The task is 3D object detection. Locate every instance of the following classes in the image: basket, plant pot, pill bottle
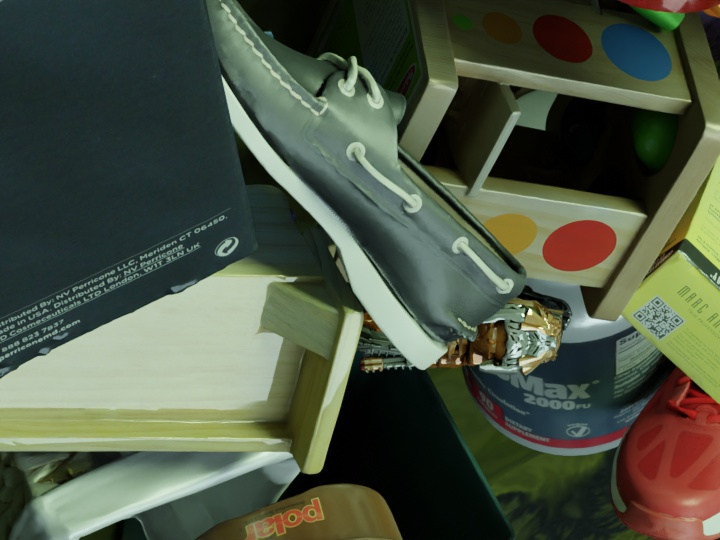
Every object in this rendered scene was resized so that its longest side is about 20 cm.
[{"bbox_3d":[-0.118,0.074,1.265,0.135,0.124,0.200,-20,166,-21],"label":"basket"},{"bbox_3d":[-0.042,0.154,1.496,0.141,0.142,0.200,-9,147,-35],"label":"plant pot"},{"bbox_3d":[0.105,-0.002,1.410,0.119,0.120,0.200,-26,150,-10],"label":"pill bottle"}]

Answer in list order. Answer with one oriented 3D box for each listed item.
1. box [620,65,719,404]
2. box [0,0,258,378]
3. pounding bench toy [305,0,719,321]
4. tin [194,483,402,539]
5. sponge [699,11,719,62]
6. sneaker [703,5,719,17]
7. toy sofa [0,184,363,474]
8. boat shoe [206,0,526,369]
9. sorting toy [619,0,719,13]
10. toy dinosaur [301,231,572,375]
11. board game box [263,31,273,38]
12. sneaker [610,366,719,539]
[{"bbox_3d":[0.181,-0.030,1.312,0.050,0.075,0.200,-40,-165,39],"label":"box"},{"bbox_3d":[-0.133,-0.106,0.931,0.123,0.201,0.199,-26,151,-9],"label":"box"},{"bbox_3d":[0.083,-0.095,1.185,0.155,0.125,0.200,8,136,-19],"label":"pounding bench toy"},{"bbox_3d":[-0.030,0.158,1.316,0.111,0.042,0.200,-16,153,-5],"label":"tin"},{"bbox_3d":[0.144,-0.154,1.303,0.111,0.030,0.200,-34,150,2],"label":"sponge"},{"bbox_3d":[0.222,-0.190,1.234,0.075,0.078,0.201,-13,130,-54],"label":"sneaker"},{"bbox_3d":[-0.107,0.022,1.119,0.199,0.098,0.083,1,122,-24],"label":"toy sofa"},{"bbox_3d":[-0.006,-0.048,1.088,0.060,0.074,0.200,-34,115,7],"label":"boat shoe"},{"bbox_3d":[0.183,-0.148,1.096,0.200,0.198,0.070,-40,149,-45],"label":"sorting toy"},{"bbox_3d":[0.000,0.000,1.283,0.103,0.199,0.136,-66,172,28],"label":"toy dinosaur"},{"bbox_3d":[-0.137,-0.077,1.134,0.158,0.039,0.199,-29,166,40],"label":"board game box"},{"bbox_3d":[0.177,0.039,1.384,0.200,0.078,0.116,-57,156,-52],"label":"sneaker"}]
